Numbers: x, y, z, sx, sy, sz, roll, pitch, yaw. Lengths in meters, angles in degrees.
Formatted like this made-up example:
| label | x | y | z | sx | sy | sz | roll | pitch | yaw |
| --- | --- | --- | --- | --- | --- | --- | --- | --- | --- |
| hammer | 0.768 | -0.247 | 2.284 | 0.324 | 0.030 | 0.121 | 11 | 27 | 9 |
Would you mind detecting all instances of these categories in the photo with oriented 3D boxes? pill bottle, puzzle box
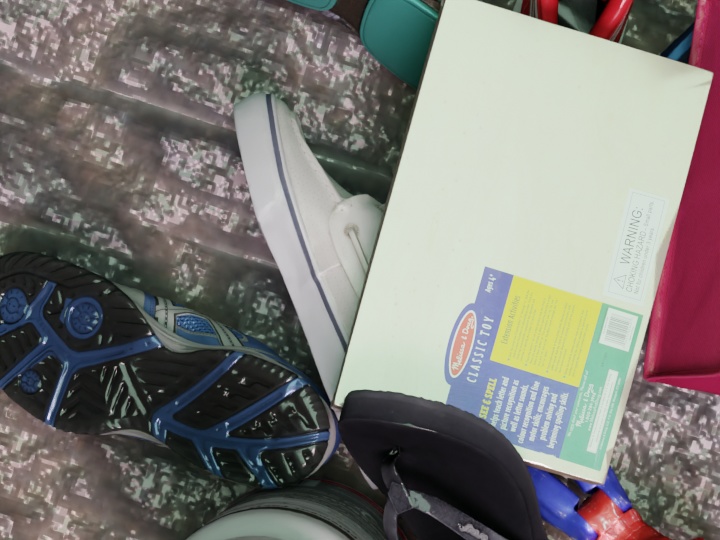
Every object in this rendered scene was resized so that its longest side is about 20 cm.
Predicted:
| label | x | y | z | sx | sy | sz | roll | pitch | yaw |
| --- | --- | --- | --- | --- | --- | --- | --- | --- | --- |
| pill bottle | -0.035 | 0.159 | 1.178 | 0.113 | 0.200 | 0.115 | 0 | 92 | 6 |
| puzzle box | 0.074 | -0.014 | 1.216 | 0.132 | 0.025 | 0.201 | 17 | 83 | -4 |

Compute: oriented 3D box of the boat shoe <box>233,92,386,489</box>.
| label | x | y | z | sx | sy | sz | roll | pitch | yaw |
| --- | --- | --- | --- | --- | --- | --- | --- | --- | --- |
| boat shoe | 0.000 | 0.000 | 1.257 | 0.069 | 0.071 | 0.201 | -23 | 73 | 4 |

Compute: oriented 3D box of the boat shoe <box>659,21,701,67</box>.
| label | x | y | z | sx | sy | sz | roll | pitch | yaw |
| --- | --- | --- | --- | --- | --- | --- | --- | --- | --- |
| boat shoe | 0.135 | -0.045 | 1.282 | 0.200 | 0.084 | 0.069 | -44 | 92 | -5 |

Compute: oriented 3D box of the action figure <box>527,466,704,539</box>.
| label | x | y | z | sx | sy | sz | roll | pitch | yaw |
| --- | --- | --- | --- | --- | --- | --- | --- | --- | --- |
| action figure | 0.114 | 0.119 | 1.278 | 0.065 | 0.099 | 0.200 | -41 | 66 | -4 |

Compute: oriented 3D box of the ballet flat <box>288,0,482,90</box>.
| label | x | y | z | sx | sy | sz | roll | pitch | yaw |
| --- | --- | --- | --- | --- | --- | --- | --- | --- | --- |
| ballet flat | 0.006 | -0.146 | 1.292 | 0.199 | 0.072 | 0.072 | 29 | 83 | -2 |

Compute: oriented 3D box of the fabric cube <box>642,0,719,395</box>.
| label | x | y | z | sx | sy | sz | roll | pitch | yaw |
| --- | --- | --- | --- | --- | --- | --- | --- | --- | --- |
| fabric cube | 0.274 | -0.027 | 1.204 | 0.198 | 0.200 | 0.198 | 14 | 82 | -24 |

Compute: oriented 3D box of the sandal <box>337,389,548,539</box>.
| label | x | y | z | sx | sy | sz | roll | pitch | yaw |
| --- | --- | --- | --- | --- | --- | --- | --- | --- | --- |
| sandal | 0.049 | 0.123 | 1.207 | 0.076 | 0.201 | 0.043 | -2 | 50 | 31 |

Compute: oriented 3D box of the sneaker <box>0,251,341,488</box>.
| label | x | y | z | sx | sy | sz | roll | pitch | yaw |
| --- | --- | --- | --- | --- | --- | --- | --- | --- | --- |
| sneaker | -0.098 | 0.052 | 1.261 | 0.199 | 0.077 | 0.076 | 26 | 94 | 17 |

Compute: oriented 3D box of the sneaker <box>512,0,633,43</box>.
| label | x | y | z | sx | sy | sz | roll | pitch | yaw |
| --- | --- | --- | --- | --- | --- | --- | --- | --- | --- |
| sneaker | 0.127 | -0.185 | 1.277 | 0.078 | 0.116 | 0.202 | 12 | 85 | -4 |
